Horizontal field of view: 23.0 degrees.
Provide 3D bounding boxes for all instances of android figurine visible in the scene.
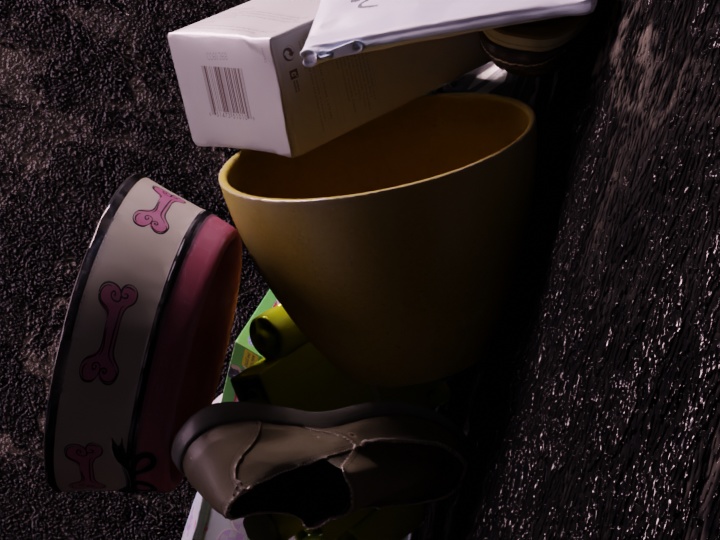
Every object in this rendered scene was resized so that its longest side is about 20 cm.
[{"bbox_3d":[-0.012,0.101,1.192,0.041,0.184,0.199,-13,11,46],"label":"android figurine"}]

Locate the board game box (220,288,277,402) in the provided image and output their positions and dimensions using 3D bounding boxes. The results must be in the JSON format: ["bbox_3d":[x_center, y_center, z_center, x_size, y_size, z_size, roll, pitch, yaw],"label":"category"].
[{"bbox_3d":[-0.062,0.055,1.345,0.135,0.029,0.200,-59,-6,-30],"label":"board game box"}]

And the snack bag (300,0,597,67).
[{"bbox_3d":[0.068,-0.194,1.078,0.201,0.187,0.022,-77,-27,-48],"label":"snack bag"}]

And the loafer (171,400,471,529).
[{"bbox_3d":[-0.016,0.125,1.059,0.076,0.198,0.070,-63,37,35],"label":"loafer"}]

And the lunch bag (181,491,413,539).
[{"bbox_3d":[-0.064,0.260,1.336,0.127,0.168,0.202,-148,75,-83],"label":"lunch bag"}]

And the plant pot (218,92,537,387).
[{"bbox_3d":[0.022,-0.013,1.109,0.200,0.198,0.143,-81,-19,-69],"label":"plant pot"}]

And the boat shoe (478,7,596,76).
[{"bbox_3d":[0.110,-0.153,1.117,0.200,0.072,0.065,-58,-20,-64],"label":"boat shoe"}]

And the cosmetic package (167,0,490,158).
[{"bbox_3d":[-0.013,-0.148,1.166,0.199,0.112,0.082,-26,-66,-35],"label":"cosmetic package"}]

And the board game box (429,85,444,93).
[{"bbox_3d":[0.064,-0.159,1.379,0.200,0.023,0.106,-107,6,-73],"label":"board game box"}]

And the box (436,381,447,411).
[{"bbox_3d":[0.025,0.033,1.427,0.184,0.104,0.202,-83,9,-72],"label":"box"}]

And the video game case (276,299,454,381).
[{"bbox_3d":[0.000,0.000,1.261,0.018,0.142,0.202,11,113,51],"label":"video game case"}]

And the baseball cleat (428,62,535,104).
[{"bbox_3d":[0.074,-0.124,1.239,0.070,0.105,0.202,99,-174,-62],"label":"baseball cleat"}]

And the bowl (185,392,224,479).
[{"bbox_3d":[-0.048,0.150,1.491,0.091,0.200,0.201,-62,6,17],"label":"bowl"}]

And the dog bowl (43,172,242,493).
[{"bbox_3d":[-0.128,0.047,1.094,0.200,0.073,0.202,14,-90,-85],"label":"dog bowl"}]
